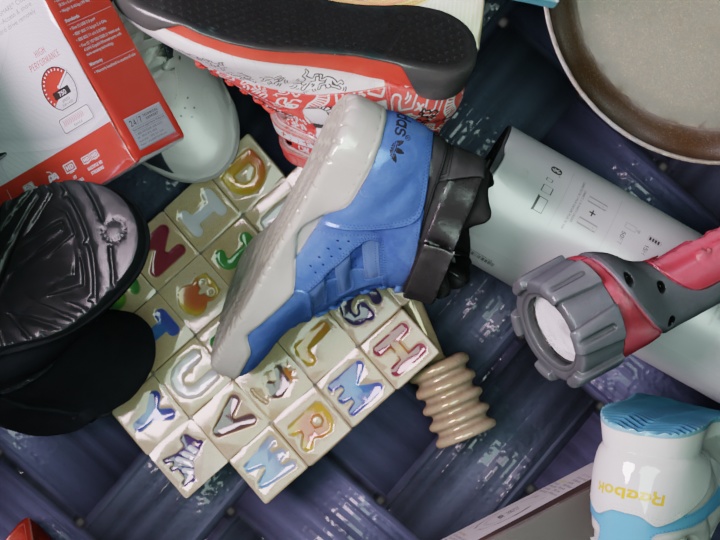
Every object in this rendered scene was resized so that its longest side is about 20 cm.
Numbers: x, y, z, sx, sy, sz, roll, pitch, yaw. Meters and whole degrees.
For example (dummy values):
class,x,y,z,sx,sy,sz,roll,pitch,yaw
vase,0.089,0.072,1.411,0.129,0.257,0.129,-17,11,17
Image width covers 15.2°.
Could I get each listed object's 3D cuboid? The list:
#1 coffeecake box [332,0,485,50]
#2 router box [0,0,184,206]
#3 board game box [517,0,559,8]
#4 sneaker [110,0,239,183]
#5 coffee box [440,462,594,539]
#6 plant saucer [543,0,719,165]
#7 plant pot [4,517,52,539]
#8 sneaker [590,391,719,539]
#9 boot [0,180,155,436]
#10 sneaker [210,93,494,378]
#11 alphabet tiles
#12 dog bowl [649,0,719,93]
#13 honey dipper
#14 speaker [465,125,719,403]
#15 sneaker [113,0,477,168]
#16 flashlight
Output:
class,x,y,z,sx,sy,sz,roll,pitch,yaw
coffeecake box,0.000,-0.229,1.515,0.153,0.073,0.201,5,92,-1
router box,-0.215,-0.104,1.445,0.200,0.049,0.180,-27,93,37
board game box,0.020,-0.233,1.454,0.199,0.047,0.151,9,92,0
sneaker,-0.139,-0.135,1.482,0.079,0.130,0.199,-29,90,1
coffee box,0.075,0.204,1.531,0.200,0.080,0.113,-28,92,-1
plant saucer,0.198,-0.159,1.497,0.200,0.032,0.201,0,92,-3
plant pot,-0.173,0.284,1.479,0.176,0.200,0.200,39,91,-14
sneaker,0.172,0.113,1.480,0.076,0.200,0.081,11,95,26
boot,-0.159,0.024,1.451,0.200,0.168,0.077,-33,71,22
sneaker,0.000,0.001,1.472,0.111,0.077,0.200,23,124,-13
alphabet tiles,-0.058,0.027,1.538,0.200,0.006,0.166,-41,84,6
dog bowl,0.253,-0.150,1.539,0.199,0.050,0.112,-3,92,-1
honey dipper,0.024,0.003,1.547,0.038,0.038,0.200,-22,89,-1
speaker,0.151,0.001,1.525,0.200,0.081,0.081,29,91,-3
sneaker,-0.046,-0.103,1.465,0.201,0.108,0.067,11,49,-12
flashlight,0.176,-0.008,1.455,0.200,0.068,0.068,-28,78,-23
